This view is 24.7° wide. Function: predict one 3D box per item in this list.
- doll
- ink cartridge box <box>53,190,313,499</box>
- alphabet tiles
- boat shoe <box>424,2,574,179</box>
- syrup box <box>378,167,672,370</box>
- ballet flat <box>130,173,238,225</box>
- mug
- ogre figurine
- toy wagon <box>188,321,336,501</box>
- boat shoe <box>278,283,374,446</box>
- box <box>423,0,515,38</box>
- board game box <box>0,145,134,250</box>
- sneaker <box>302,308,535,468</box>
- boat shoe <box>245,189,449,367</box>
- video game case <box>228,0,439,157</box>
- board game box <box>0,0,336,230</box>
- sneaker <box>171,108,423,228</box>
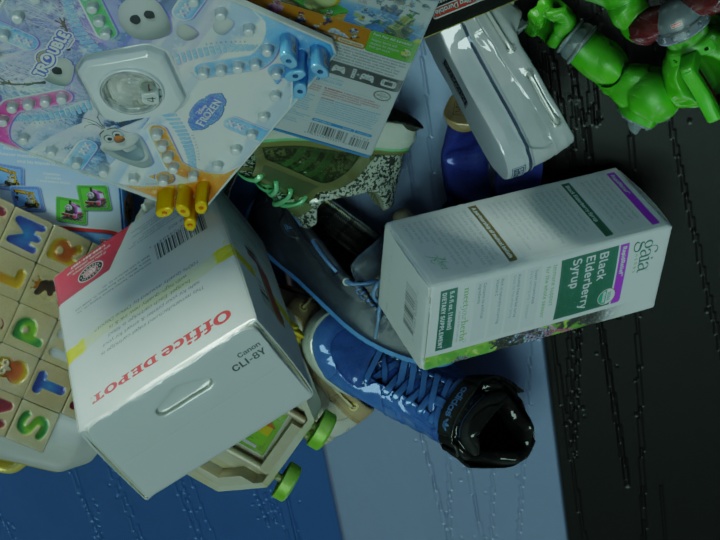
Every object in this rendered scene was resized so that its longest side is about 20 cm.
[{"bbox_3d":[0.093,-0.041,1.250,0.136,0.048,0.200,-2,128,2],"label":"doll"},{"bbox_3d":[-0.130,0.044,1.163,0.145,0.200,0.083,-33,124,7],"label":"ink cartridge box"},{"bbox_3d":[-0.270,0.040,1.260,0.200,0.006,0.167,26,84,-24],"label":"alphabet tiles"},{"bbox_3d":[0.085,-0.165,1.149,0.065,0.074,0.200,-26,94,-7],"label":"boat shoe"},{"bbox_3d":[0.119,-0.004,1.195,0.200,0.081,0.079,-13,133,-20],"label":"syrup box"},{"bbox_3d":[-0.141,-0.045,1.267,0.072,0.072,0.200,26,113,-8],"label":"ballet flat"},{"bbox_3d":[-0.283,0.093,1.354,0.153,0.187,0.150,23,79,-17],"label":"mug"},{"bbox_3d":[0.222,-0.167,1.127,0.200,0.098,0.120,-26,105,12],"label":"ogre figurine"},{"bbox_3d":[-0.095,0.095,1.288,0.155,0.040,0.200,30,127,-5],"label":"toy wagon"},{"bbox_3d":[-0.050,0.047,1.318,0.069,0.074,0.200,-24,115,5],"label":"boat shoe"},{"bbox_3d":[0.098,-0.259,1.059,0.200,0.049,0.160,-23,122,-11],"label":"box"},{"bbox_3d":[-0.254,-0.090,1.263,0.151,0.037,0.200,6,130,5],"label":"board game box"},{"bbox_3d":[0.053,0.092,1.280,0.200,0.111,0.077,37,78,-27],"label":"sneaker"},{"bbox_3d":[0.000,0.000,1.248,0.200,0.084,0.069,32,134,1],"label":"boat shoe"},{"bbox_3d":[-0.031,-0.163,1.046,0.143,0.018,0.200,16,138,-8],"label":"video game case"},{"bbox_3d":[-0.149,-0.115,1.064,0.200,0.026,0.200,20,139,-25],"label":"board game box"},{"bbox_3d":[-0.050,-0.071,1.191,0.200,0.077,0.089,-4,107,-20],"label":"sneaker"}]
